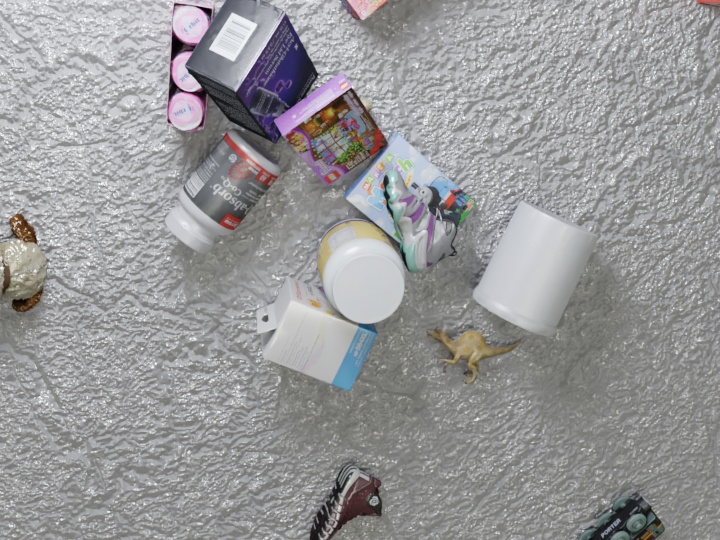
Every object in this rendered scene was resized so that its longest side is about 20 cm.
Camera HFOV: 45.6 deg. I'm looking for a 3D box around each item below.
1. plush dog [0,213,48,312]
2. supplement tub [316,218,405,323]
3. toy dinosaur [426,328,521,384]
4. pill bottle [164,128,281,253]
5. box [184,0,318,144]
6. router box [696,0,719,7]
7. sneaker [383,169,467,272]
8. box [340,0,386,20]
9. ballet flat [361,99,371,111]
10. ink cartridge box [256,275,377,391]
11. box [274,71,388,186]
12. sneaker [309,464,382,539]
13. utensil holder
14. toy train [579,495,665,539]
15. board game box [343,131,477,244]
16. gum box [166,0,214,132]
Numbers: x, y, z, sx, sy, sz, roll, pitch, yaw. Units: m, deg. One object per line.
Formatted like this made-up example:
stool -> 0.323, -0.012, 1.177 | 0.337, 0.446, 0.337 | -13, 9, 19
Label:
plush dog -> -0.622, -0.003, 1.460 | 0.171, 0.160, 0.202 | -9, 114, -35
supplement tub -> 0.000, 0.000, 1.514 | 0.144, 0.200, 0.147 | -3, 109, -8
toy dinosaur -> 0.222, 0.167, 1.679 | 0.198, 0.058, 0.102 | 10, 105, -12
pill bottle -> -0.239, -0.134, 1.478 | 0.116, 0.116, 0.200 | 38, 99, -18
box -> -0.167, -0.318, 1.360 | 0.104, 0.200, 0.149 | 28, 84, 19
router box -> 0.719, -0.468, 1.482 | 0.198, 0.180, 0.049 | 8, 106, -11
sneaker -> 0.124, -0.105, 1.531 | 0.139, 0.078, 0.201 | -19, 120, -3
box -> 0.044, -0.512, 1.405 | 0.200, 0.103, 0.095 | -39, 110, 4
ballet flat -> -0.078, -0.287, 1.480 | 0.198, 0.066, 0.057 | -3, 99, -9
ink cartridge box -> -0.090, 0.110, 1.574 | 0.199, 0.129, 0.126 | 24, 103, -16
box -> -0.044, -0.233, 1.448 | 0.136, 0.039, 0.200 | -34, 153, 7
sneaker -> -0.018, 0.501, 1.745 | 0.115, 0.076, 0.201 | 24, 102, -18
utensil holder -> 0.325, -0.006, 1.581 | 0.169, 0.170, 0.201 | 22, 102, -15
toy train -> 0.566, 0.578, 1.859 | 0.114, 0.085, 0.200 | 39, 99, -28
board game box -> 0.092, -0.131, 1.572 | 0.200, 0.037, 0.151 | 38, 99, -17
gum box -> -0.280, -0.334, 1.407 | 0.066, 0.114, 0.202 | 4, 108, -10
